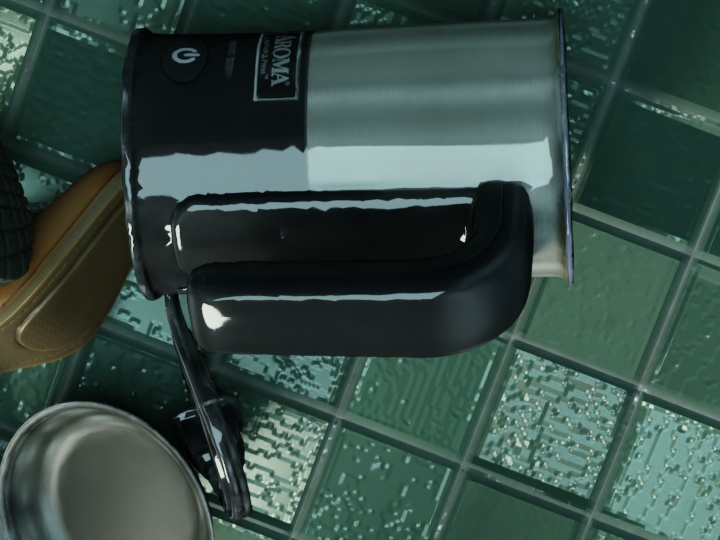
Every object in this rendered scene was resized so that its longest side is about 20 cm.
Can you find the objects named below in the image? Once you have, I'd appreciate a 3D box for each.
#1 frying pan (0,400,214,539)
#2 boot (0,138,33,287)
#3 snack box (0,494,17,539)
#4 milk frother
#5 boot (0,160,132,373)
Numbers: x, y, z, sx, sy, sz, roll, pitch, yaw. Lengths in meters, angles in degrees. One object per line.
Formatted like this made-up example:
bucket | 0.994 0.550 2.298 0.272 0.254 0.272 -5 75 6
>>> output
frying pan | -0.105 0.147 1.211 0.114 0.031 0.191 -4 105 29
boot | -0.231 -0.047 1.164 0.130 0.068 0.201 -35 67 13
snack box | -0.192 0.140 1.247 0.071 0.024 0.201 -15 102 7
milk frother | 0.000 0.000 1.158 0.187 0.181 0.200 -2 146 5
boot | -0.201 -0.004 1.193 0.154 0.074 0.200 36 76 22
